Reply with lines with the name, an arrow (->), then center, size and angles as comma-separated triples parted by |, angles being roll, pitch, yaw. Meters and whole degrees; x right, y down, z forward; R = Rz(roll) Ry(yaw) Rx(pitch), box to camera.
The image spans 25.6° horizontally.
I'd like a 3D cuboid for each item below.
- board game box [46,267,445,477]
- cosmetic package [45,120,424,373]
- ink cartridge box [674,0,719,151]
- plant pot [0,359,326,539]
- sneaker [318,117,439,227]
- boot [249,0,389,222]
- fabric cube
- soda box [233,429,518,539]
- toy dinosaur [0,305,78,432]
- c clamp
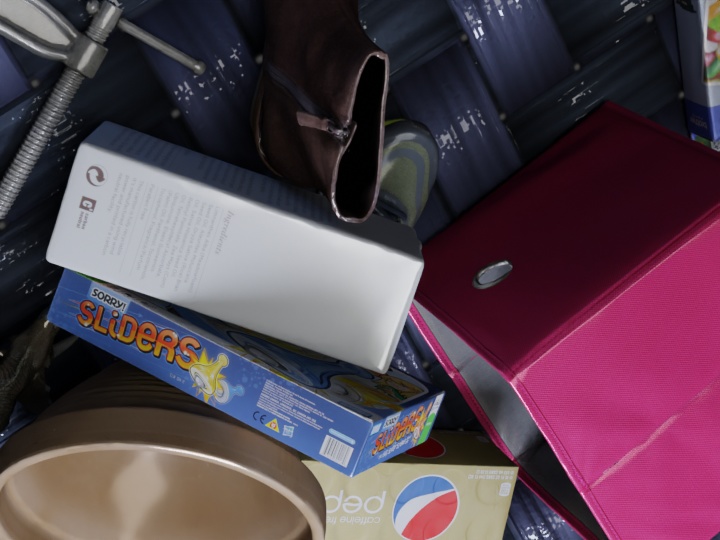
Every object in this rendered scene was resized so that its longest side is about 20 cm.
board game box -> -0.062, 0.050, 0.913 | 0.199, 0.135, 0.035 | 25, 101, 16
cosmetic package -> -0.069, -0.016, 0.906 | 0.198, 0.101, 0.072 | 19, 101, -5
ink cartridge box -> 0.275, -0.171, 1.085 | 0.118, 0.042, 0.201 | -18, 116, -15
plant pot -> -0.116, 0.114, 0.944 | 0.199, 0.093, 0.201 | 3, 145, 2
sneaker -> 0.000, 0.000, 1.007 | 0.073, 0.081, 0.201 | 20, 100, -27
boot -> -0.013, -0.142, 0.903 | 0.072, 0.166, 0.202 | 1, 108, -23
fabric cube -> 0.171, 0.042, 1.028 | 0.199, 0.196, 0.201 | -37, 117, -6
soda box -> 0.001, 0.146, 1.070 | 0.198, 0.064, 0.068 | 5, 107, -24
toy dinosaur -> -0.257, 0.087, 0.931 | 0.199, 0.102, 0.078 | -22, 87, 1
c clamp -> -0.210, -0.084, 0.922 | 0.170, 0.027, 0.201 | 35, 93, -29
